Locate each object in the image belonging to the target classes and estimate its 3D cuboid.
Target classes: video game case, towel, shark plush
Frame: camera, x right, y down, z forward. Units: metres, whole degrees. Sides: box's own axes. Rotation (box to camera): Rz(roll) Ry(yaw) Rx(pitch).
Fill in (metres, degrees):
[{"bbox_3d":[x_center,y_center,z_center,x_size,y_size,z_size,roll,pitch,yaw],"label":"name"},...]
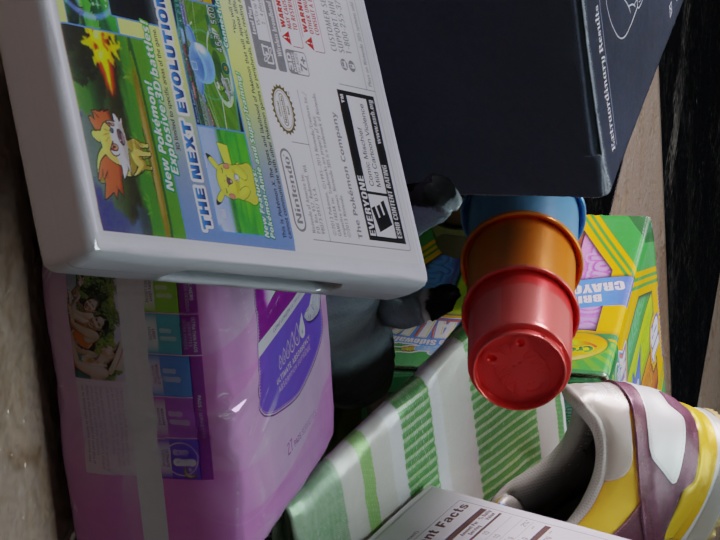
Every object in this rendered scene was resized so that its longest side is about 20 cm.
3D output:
[{"bbox_3d":[-0.054,-0.092,0.771,0.182,0.022,0.200,6,69,-58],"label":"video game case"},{"bbox_3d":[0.030,0.101,1.044,0.200,0.023,0.153,-42,136,-42],"label":"towel"},{"bbox_3d":[0.000,0.000,0.988,0.200,0.083,0.091,120,-19,-50],"label":"shark plush"}]

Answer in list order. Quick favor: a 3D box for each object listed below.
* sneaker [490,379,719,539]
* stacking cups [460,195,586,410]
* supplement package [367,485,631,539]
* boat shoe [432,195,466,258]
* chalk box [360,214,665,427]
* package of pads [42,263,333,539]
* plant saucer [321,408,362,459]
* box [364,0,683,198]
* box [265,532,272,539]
[{"bbox_3d":[0.081,0.139,1.064,0.075,0.090,0.200,39,-71,62],"label":"sneaker"},{"bbox_3d":[0.070,-0.011,1.033,0.200,0.060,0.061,-86,171,-56],"label":"stacking cups"},{"bbox_3d":[0.039,0.215,0.971,0.156,0.111,0.200,-37,130,-46],"label":"supplement package"},{"bbox_3d":[0.053,-0.079,1.263,0.200,0.072,0.068,-113,-168,-63],"label":"boat shoe"},{"bbox_3d":[0.075,0.072,1.220,0.200,0.124,0.125,-68,155,-55],"label":"chalk box"},{"bbox_3d":[-0.060,-0.002,0.877,0.121,0.076,0.200,-59,148,-63],"label":"package of pads"},{"bbox_3d":[-0.011,0.012,1.183,0.200,0.031,0.200,3,90,-76],"label":"plant saucer"},{"bbox_3d":[0.060,-0.140,0.984,0.200,0.107,0.149,-62,148,-54],"label":"box"},{"bbox_3d":[-0.039,0.202,1.054,0.158,0.050,0.200,-30,121,-75],"label":"box"}]
